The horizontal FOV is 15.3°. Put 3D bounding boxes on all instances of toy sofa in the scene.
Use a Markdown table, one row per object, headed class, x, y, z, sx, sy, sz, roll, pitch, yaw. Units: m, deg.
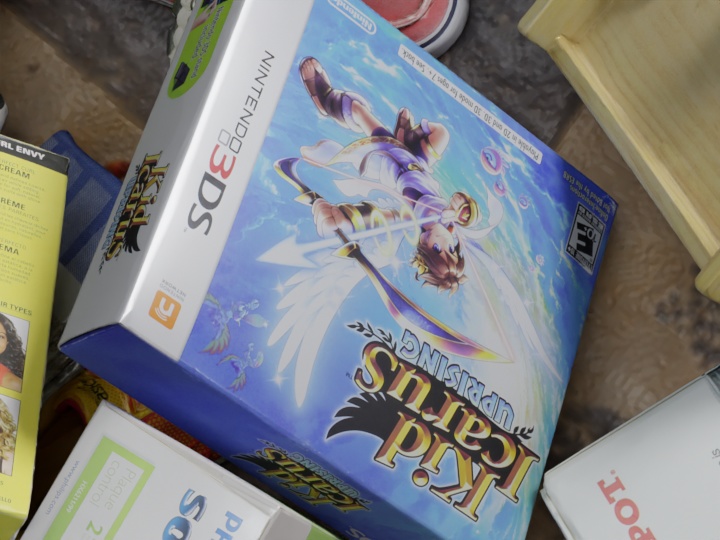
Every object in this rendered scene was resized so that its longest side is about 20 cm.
| class | x | y | z | sx | sy | sz | roll | pitch | yaw |
| --- | --- | --- | --- | --- | --- | --- | --- | --- | --- |
| toy sofa | 0.151 | -0.058 | 1.050 | 0.083 | 0.097 | 0.200 | -50 | 38 | 18 |

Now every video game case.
| class | x | y | z | sx | sy | sz | roll | pitch | yaw |
| --- | --- | --- | --- | --- | --- | --- | --- | --- | --- |
| video game case | 0.000 | 0.000 | 1.031 | 0.045 | 0.200 | 0.182 | -20 | 43 | 49 |

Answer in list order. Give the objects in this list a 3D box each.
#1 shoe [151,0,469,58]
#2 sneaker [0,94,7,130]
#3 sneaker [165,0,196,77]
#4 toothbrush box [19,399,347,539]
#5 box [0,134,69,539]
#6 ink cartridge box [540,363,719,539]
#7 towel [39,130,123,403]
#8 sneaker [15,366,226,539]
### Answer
| class | x | y | z | sx | sy | sz | roll | pitch | yaw |
| --- | --- | --- | --- | --- | --- | --- | --- | --- | --- |
| shoe | -0.054 | -0.142 | 1.153 | 0.199 | 0.091 | 0.072 | 18 | 82 | 18 |
| sneaker | -0.253 | -0.070 | 1.203 | 0.199 | 0.075 | 0.081 | 23 | 106 | 26 |
| sneaker | -0.027 | -0.121 | 1.091 | 0.084 | 0.075 | 0.201 | 9 | 106 | -13 |
| toothbrush box | -0.070 | 0.149 | 1.027 | 0.086 | 0.200 | 0.146 | 29 | 86 | 19 |
| box | -0.152 | 0.038 | 1.030 | 0.050 | 0.075 | 0.201 | 18 | 41 | -17 |
| ink cartridge box | 0.191 | 0.094 | 1.032 | 0.199 | 0.083 | 0.147 | -31 | 71 | 4 |
| towel | -0.166 | 0.037 | 1.140 | 0.200 | 0.024 | 0.147 | -49 | 33 | -2 |
| sneaker | -0.080 | 0.054 | 1.120 | 0.200 | 0.077 | 0.073 | -44 | 70 | 0 |
